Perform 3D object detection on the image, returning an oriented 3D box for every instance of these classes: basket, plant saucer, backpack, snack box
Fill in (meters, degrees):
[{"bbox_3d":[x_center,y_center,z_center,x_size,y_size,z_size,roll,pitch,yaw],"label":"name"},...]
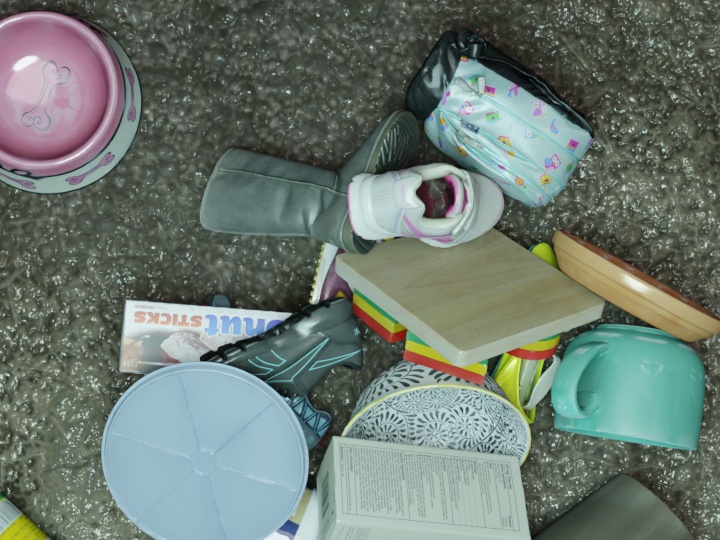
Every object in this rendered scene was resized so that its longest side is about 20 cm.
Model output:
[{"bbox_3d":[0.243,0.321,1.297,0.200,0.136,0.180,-44,98,-10],"label":"basket"},{"bbox_3d":[0.283,0.020,1.290,0.199,0.200,0.038,29,99,-2],"label":"plant saucer"},{"bbox_3d":[0.147,-0.161,1.323,0.199,0.167,0.127,33,101,-4],"label":"backpack"},{"bbox_3d":[-0.142,0.073,1.258,0.198,0.024,0.073,5,86,-14],"label":"snack box"}]

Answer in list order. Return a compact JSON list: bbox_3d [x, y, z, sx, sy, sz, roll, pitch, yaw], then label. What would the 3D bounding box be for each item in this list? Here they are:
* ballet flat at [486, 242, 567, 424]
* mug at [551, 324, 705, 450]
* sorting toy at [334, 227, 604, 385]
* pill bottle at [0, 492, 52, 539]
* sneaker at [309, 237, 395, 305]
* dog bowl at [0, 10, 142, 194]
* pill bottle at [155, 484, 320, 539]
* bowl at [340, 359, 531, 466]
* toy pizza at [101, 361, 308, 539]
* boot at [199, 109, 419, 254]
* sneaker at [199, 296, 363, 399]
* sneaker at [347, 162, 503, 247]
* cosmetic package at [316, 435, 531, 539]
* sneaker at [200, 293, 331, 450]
[{"bbox_3d":[0.191,0.072,1.337,0.067,0.067,0.201,20,87,-47],"label":"ballet flat"},{"bbox_3d":[0.281,0.117,1.286,0.151,0.185,0.115,8,82,13],"label":"mug"},{"bbox_3d":[0.106,0.038,1.260,0.199,0.199,0.070,-15,127,-35],"label":"sorting toy"},{"bbox_3d":[-0.347,0.324,1.262,0.200,0.113,0.113,42,84,0],"label":"pill bottle"},{"bbox_3d":[0.000,0.000,1.329,0.089,0.075,0.202,12,86,3],"label":"sneaker"},{"bbox_3d":[-0.336,-0.185,1.319,0.198,0.074,0.202,0,86,-3],"label":"dog bowl"},{"bbox_3d":[-0.099,0.266,1.280,0.199,0.120,0.120,26,84,-2],"label":"pill bottle"},{"bbox_3d":[0.072,0.149,1.294,0.199,0.202,0.095,-2,45,-4],"label":"bowl"},{"bbox_3d":[-0.148,0.178,1.187,0.198,0.032,0.202,1,108,2],"label":"toy pizza"},{"bbox_3d":[-0.054,-0.103,1.306,0.199,0.073,0.183,11,60,36],"label":"boot"},{"bbox_3d":[-0.087,0.096,1.220,0.199,0.075,0.080,-23,99,-11],"label":"sneaker"},{"bbox_3d":[0.084,-0.064,1.234,0.199,0.088,0.082,-7,90,-45],"label":"sneaker"},{"bbox_3d":[0.061,0.235,1.240,0.198,0.073,0.104,10,46,-13],"label":"cosmetic package"},{"bbox_3d":[-0.101,0.107,1.325,0.095,0.079,0.201,-30,93,-23],"label":"sneaker"}]
